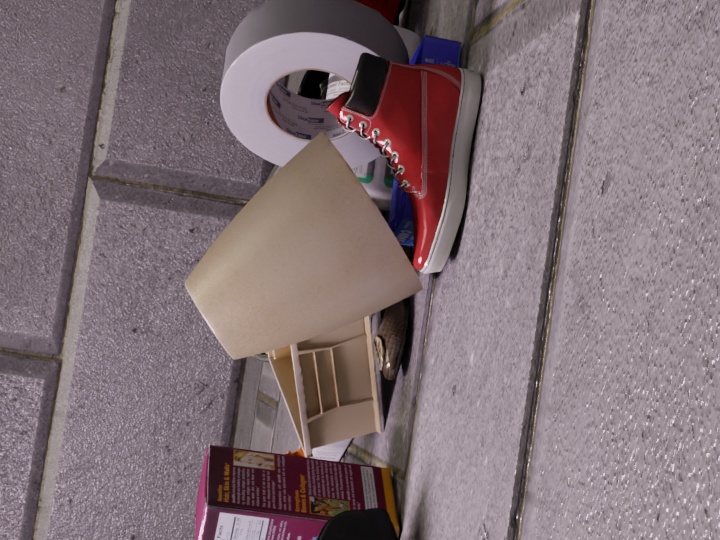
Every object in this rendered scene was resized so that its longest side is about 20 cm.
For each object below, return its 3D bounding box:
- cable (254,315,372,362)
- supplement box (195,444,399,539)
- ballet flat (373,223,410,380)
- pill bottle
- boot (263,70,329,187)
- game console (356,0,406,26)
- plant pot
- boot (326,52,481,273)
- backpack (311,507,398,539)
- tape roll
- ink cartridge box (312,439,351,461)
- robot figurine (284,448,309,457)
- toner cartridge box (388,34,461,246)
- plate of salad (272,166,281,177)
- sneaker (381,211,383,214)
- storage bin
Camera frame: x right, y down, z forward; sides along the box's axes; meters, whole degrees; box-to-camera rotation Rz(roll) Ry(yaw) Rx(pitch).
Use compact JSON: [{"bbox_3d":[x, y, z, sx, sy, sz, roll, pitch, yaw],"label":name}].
[{"bbox_3d":[-0.061,0.097,1.948,0.199,0.050,0.098,-24,67,45],"label":"cable"},{"bbox_3d":[-0.068,0.254,1.566,0.111,0.198,0.086,-99,20,-63],"label":"supplement box"},{"bbox_3d":[0.028,0.031,1.680,0.068,0.046,0.202,110,166,-54],"label":"ballet flat"},{"bbox_3d":[0.012,-0.179,1.786,0.113,0.112,0.202,148,131,-79],"label":"pill bottle"},{"bbox_3d":[-0.084,-0.148,1.903,0.131,0.067,0.202,87,-160,-64],"label":"boot"},{"bbox_3d":[-0.010,-0.324,1.942,0.173,0.118,0.201,53,-147,-32],"label":"game console"},{"bbox_3d":[-0.070,-0.006,1.534,0.188,0.199,0.187,57,178,2],"label":"plant pot"},{"bbox_3d":[0.031,-0.103,1.471,0.072,0.143,0.202,180,97,-79],"label":"boot"},{"bbox_3d":[-0.023,0.351,1.446,0.164,0.152,0.201,-100,7,-47],"label":"backpack"},{"bbox_3d":[-0.047,-0.195,1.609,0.201,0.198,0.067,109,169,-48],"label":"tape roll"},{"bbox_3d":[-0.043,0.177,2.013,0.200,0.056,0.164,122,155,-59],"label":"ink cartridge box"},{"bbox_3d":[-0.057,0.279,1.781,0.058,0.145,0.200,-40,-15,-14],"label":"robot figurine"},{"bbox_3d":[0.067,-0.134,1.606,0.095,0.043,0.202,124,153,-75],"label":"toner cartridge box"},{"bbox_3d":[-0.072,-0.070,1.847,0.200,0.048,0.202,-36,-43,-42],"label":"plate of salad"},{"bbox_3d":[0.002,-0.151,1.927,0.075,0.081,0.202,-124,43,-78],"label":"sneaker"},{"bbox_3d":[-0.052,0.064,1.728,0.200,0.093,0.200,-116,17,-56],"label":"storage bin"}]
